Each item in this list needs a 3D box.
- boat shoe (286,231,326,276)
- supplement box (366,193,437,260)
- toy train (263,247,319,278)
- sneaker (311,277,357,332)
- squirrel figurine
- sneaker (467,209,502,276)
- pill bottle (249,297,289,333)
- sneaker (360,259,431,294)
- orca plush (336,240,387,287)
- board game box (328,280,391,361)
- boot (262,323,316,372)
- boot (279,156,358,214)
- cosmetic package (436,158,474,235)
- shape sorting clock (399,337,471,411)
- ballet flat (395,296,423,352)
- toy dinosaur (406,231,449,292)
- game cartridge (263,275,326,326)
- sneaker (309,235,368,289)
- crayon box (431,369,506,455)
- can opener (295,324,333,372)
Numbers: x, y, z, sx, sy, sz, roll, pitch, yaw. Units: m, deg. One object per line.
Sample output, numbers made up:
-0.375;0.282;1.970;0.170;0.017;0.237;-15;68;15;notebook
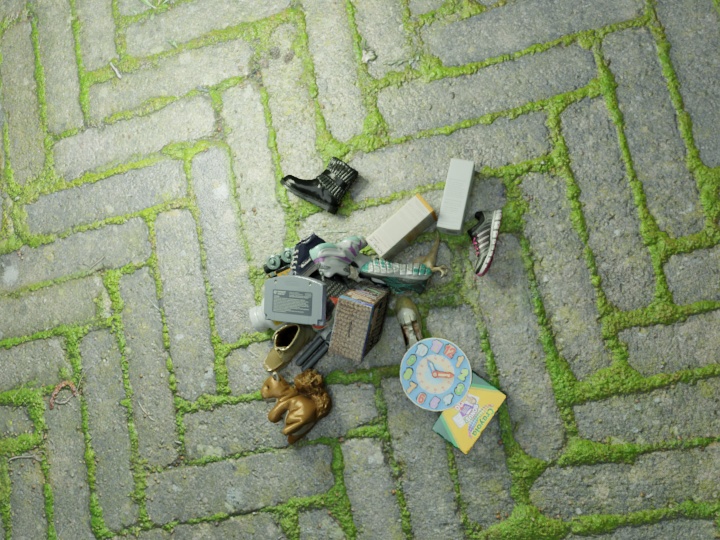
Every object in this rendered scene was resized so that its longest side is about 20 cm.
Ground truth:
-0.177;-0.027;1.735;0.200;0.075;0.093;-39;111;2;boat shoe
0.121;-0.121;1.732;0.200;0.126;0.074;-41;78;5;supplement box
-0.196;-0.016;1.819;0.199;0.085;0.114;-24;89;9;toy train
-0.081;0.102;1.765;0.070;0.094;0.200;31;50;13;sneaker
-0.192;0.373;1.762;0.200;0.142;0.187;-35;67;-7;squirrel figurine
0.342;-0.083;1.706;0.087;0.074;0.201;12;82;14;sneaker
-0.225;0.113;1.792;0.199;0.112;0.113;-23;79;9;pill bottle
0.097;0.026;1.700;0.199;0.078;0.092;8;119;5;sneaker
0.000;0.000;1.774;0.199;0.105;0.071;25;128;-5;orca plush
0.001;0.136;1.673;0.096;0.200;0.160;16;107;14;board game box
-0.229;0.226;1.757;0.200;0.155;0.073;-40;77;6;boot
-0.126;-0.282;1.829;0.210;0.079;0.158;27;97;4;boot
0.275;-0.209;1.720;0.074;0.102;0.201;10;85;13;cosmetic package
0.206;0.286;1.652;0.199;0.039;0.201;-1;82;11;shape sorting clock
0.145;0.169;1.725;0.070;0.071;0.201;-16;80;11;ballet flat
0.202;-0.013;1.737;0.101;0.058;0.201;32;91;15;toy dinosaur
-0.183;0.081;1.683;0.199;0.041;0.134;4;88;28;game cartridge
-0.043;-0.016;1.690;0.078;0.199;0.141;-25;83;53;sneaker
0.302;0.392;1.666;0.119;0.058;0.201;34;92;15;crayon box
-0.117;0.220;1.783;0.053;0.066;0.200;45;99;12;can opener
